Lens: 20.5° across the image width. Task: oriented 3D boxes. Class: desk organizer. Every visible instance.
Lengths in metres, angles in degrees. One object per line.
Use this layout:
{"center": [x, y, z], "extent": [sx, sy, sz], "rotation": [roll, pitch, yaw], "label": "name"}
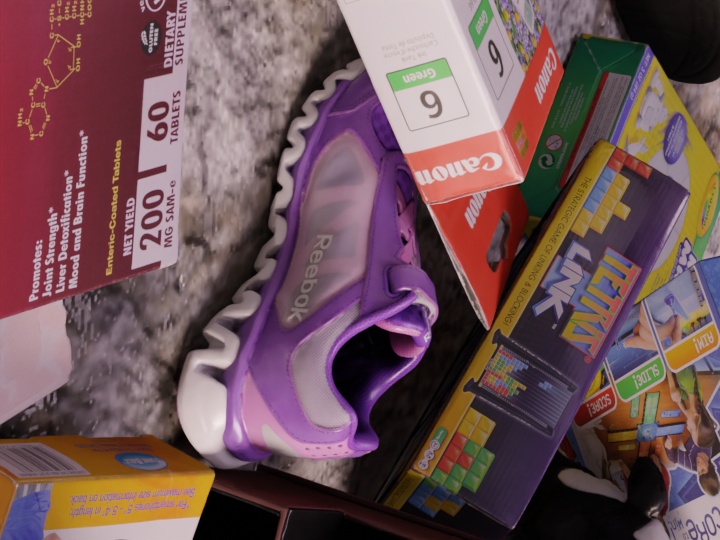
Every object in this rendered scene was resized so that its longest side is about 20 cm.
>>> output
{"center": [0.007, 0.139, 0.824], "extent": [0.077, 0.199, 0.072], "rotation": [14, 90, -57], "label": "desk organizer"}

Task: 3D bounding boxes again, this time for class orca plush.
{"center": [0.100, 0.125, 1.029], "extent": [0.071, 0.201, 0.105], "rotation": [10, 131, -29], "label": "orca plush"}

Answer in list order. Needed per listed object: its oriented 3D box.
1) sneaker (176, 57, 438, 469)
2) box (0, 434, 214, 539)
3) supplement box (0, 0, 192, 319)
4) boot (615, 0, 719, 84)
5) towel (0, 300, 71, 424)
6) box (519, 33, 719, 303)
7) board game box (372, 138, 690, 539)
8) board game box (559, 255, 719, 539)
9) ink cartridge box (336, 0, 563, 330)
{"center": [0.000, 0.000, 0.865], "extent": [0.081, 0.088, 0.201], "rotation": [48, 58, -52], "label": "sneaker"}
{"center": [-0.131, 0.160, 0.736], "extent": [0.119, 0.041, 0.201], "rotation": [6, 105, -59], "label": "box"}
{"center": [-0.134, -0.039, 0.596], "extent": [0.200, 0.061, 0.109], "rotation": [-21, 121, -54], "label": "supplement box"}
{"center": [0.199, -0.223, 1.120], "extent": [0.154, 0.073, 0.204], "rotation": [-55, 143, -35], "label": "boot"}
{"center": [-0.170, -0.015, 0.635], "extent": [0.191, 0.032, 0.201], "rotation": [-35, 131, -49], "label": "towel"}
{"center": [0.157, -0.036, 1.152], "extent": [0.200, 0.048, 0.118], "rotation": [45, 64, -57], "label": "box"}
{"center": [0.071, 0.057, 0.960], "extent": [0.200, 0.057, 0.165], "rotation": [-58, 180, -28], "label": "board game box"}
{"center": [0.161, 0.087, 1.033], "extent": [0.034, 0.200, 0.136], "rotation": [-12, 76, -26], "label": "board game box"}
{"center": [0.049, -0.087, 0.868], "extent": [0.201, 0.050, 0.109], "rotation": [65, 26, -24], "label": "ink cartridge box"}
